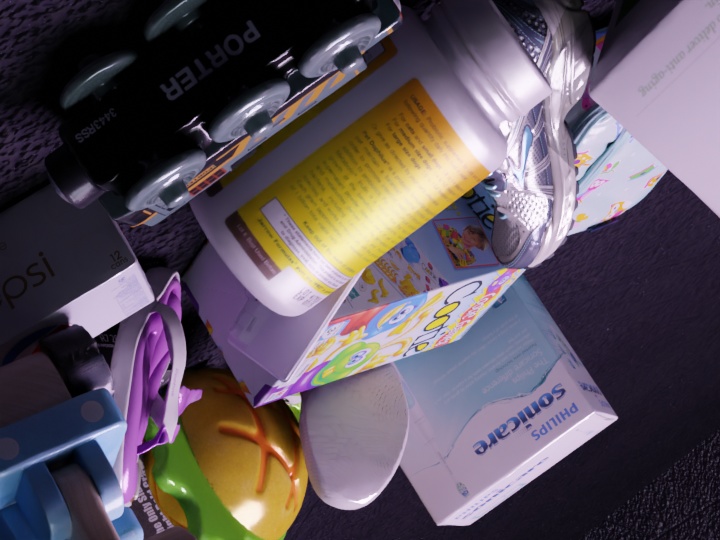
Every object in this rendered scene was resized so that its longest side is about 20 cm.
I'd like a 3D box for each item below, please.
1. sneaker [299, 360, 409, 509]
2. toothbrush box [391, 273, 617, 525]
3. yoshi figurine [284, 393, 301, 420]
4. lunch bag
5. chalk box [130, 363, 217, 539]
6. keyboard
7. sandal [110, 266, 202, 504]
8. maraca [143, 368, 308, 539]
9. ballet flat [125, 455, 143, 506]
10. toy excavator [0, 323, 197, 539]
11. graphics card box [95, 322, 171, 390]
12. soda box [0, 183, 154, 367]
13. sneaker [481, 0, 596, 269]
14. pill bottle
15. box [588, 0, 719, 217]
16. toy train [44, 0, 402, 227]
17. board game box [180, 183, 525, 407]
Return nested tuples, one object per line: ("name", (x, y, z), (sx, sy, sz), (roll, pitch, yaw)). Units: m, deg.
("sneaker", (-0.014, 0.090, 1.219), (0.074, 0.202, 0.089), (9, 139, -14))
("toothbrush box", (0.074, 0.067, 1.299), (0.146, 0.201, 0.085), (-38, 161, 12))
("yoshi figurine", (-0.061, 0.132, 1.392), (0.111, 0.113, 0.200), (-26, 159, -1))
("lunch bag", (0.162, -0.092, 1.239), (0.159, 0.077, 0.200), (-21, 158, -34))
("chalk box", (-0.176, 0.179, 1.284), (0.198, 0.126, 0.124), (-22, 159, -28))
("keyboard", (-0.007, -0.029, 1.038), (0.201, 0.056, 0.011), (-57, 150, -2))
("sandal", (-0.117, 0.060, 1.027), (0.049, 0.204, 0.083), (3, 124, 1))
("maraca", (-0.095, 0.132, 1.168), (0.106, 0.138, 0.200), (-34, -179, 13))
("ballet flat", (-0.170, 0.128, 1.099), (0.067, 0.063, 0.200), (-31, 163, -7))
("toy excavator", (-0.139, 0.126, 0.866), (0.099, 0.201, 0.195), (-23, 159, -30))
("graphics card box", (-0.213, 0.078, 1.081), (0.125, 0.051, 0.199), (-40, 160, 19))
("soda box", (-0.214, 0.031, 0.932), (0.199, 0.068, 0.064), (-31, 162, -8))
("sneaker", (0.086, -0.086, 1.092), (0.085, 0.078, 0.202), (-14, 127, -20))
("pill bottle", (0.006, -0.072, 0.977), (0.199, 0.110, 0.109), (-36, 162, 10))
("box", (0.278, -0.137, 1.052), (0.199, 0.200, 0.172), (-44, -169, 31))
("toy train", (-0.064, -0.096, 0.858), (0.199, 0.086, 0.114), (-37, 174, 3))
("board game box", (0.000, 0.000, 1.156), (0.199, 0.105, 0.103), (-15, 155, -42))
